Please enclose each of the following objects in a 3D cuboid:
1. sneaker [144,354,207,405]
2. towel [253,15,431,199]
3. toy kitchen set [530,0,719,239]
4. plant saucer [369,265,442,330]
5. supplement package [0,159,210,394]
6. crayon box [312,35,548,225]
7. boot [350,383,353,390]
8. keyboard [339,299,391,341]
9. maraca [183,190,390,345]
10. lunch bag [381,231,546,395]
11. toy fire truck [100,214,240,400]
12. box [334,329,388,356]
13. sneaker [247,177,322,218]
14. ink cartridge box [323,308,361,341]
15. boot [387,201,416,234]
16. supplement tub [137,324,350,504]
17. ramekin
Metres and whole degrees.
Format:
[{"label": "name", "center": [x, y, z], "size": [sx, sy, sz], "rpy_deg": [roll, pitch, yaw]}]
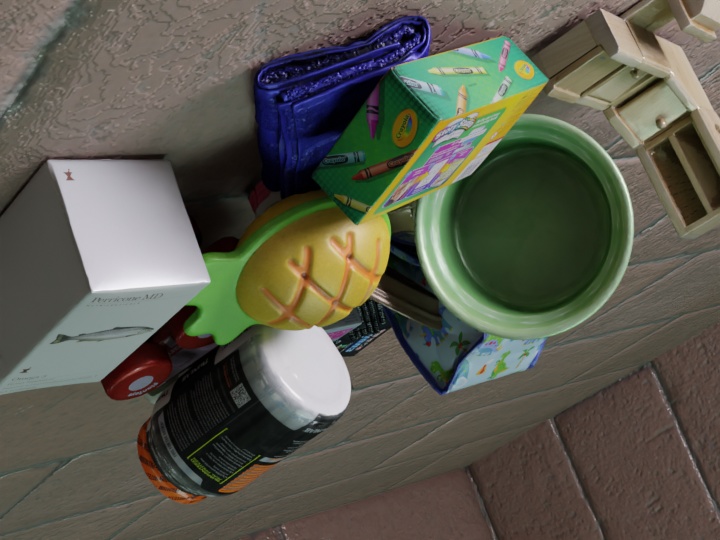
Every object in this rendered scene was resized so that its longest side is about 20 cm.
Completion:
[{"label": "sneaker", "center": [-0.130, 0.119, 1.316], "size": [0.198, 0.089, 0.077], "rpy_deg": [-19, -161, 29]}, {"label": "towel", "center": [-0.014, -0.125, 1.051], "size": [0.146, 0.050, 0.200], "rpy_deg": [-19, 164, -9]}, {"label": "toy kitchen set", "center": [0.295, -0.151, 1.153], "size": [0.162, 0.182, 0.199], "rpy_deg": [-33, 160, 30]}, {"label": "plant saucer", "center": [0.000, 0.000, 1.276], "size": [0.030, 0.199, 0.200], "rpy_deg": [-60, 157, 4]}, {"label": "supplement package", "center": [-0.234, 0.007, 1.049], "size": [0.116, 0.118, 0.200], "rpy_deg": [-4, 155, -43]}, {"label": "crayon box", "center": [0.061, -0.117, 1.036], "size": [0.119, 0.058, 0.199], "rpy_deg": [-50, 166, 34]}, {"label": "boot", "center": [-0.106, 0.127, 1.531], "size": [0.200, 0.156, 0.072], "rpy_deg": [-37, 174, 39]}, {"label": "keyboard", "center": [0.017, 0.053, 1.524], "size": [0.103, 0.040, 0.200], "rpy_deg": [-23, 163, -2]}, {"label": "maraca", "center": [-0.063, 0.000, 1.090], "size": [0.198, 0.107, 0.138], "rpy_deg": [-22, 139, -14]}, {"label": "lunch bag", "center": [0.110, 0.019, 1.422], "size": [0.169, 0.200, 0.128], "rpy_deg": [-7, 138, -46]}, {"label": "toy fire truck", "center": [-0.171, 0.042, 1.210], "size": [0.199, 0.113, 0.168], "rpy_deg": [-35, 158, 11]}, {"label": "box", "center": [-0.025, 0.057, 1.619], "size": [0.197, 0.050, 0.200], "rpy_deg": [-7, 156, -46]}, {"label": "sneaker", "center": [-0.004, -0.068, 1.202], "size": [0.198, 0.075, 0.081], "rpy_deg": [-20, 164, -15]}, {"label": "ink cartridge box", "center": [-0.105, 0.093, 1.404], "size": [0.199, 0.042, 0.119], "rpy_deg": [-31, 166, 34]}, {"label": "boot", "center": [0.095, -0.026, 1.295], "size": [0.198, 0.156, 0.072], "rpy_deg": [-19, 164, -9]}, {"label": "supplement tub", "center": [-0.114, 0.133, 1.205], "size": [0.199, 0.123, 0.122], "rpy_deg": [-37, 159, 28]}, {"label": "ramekin", "center": [0.155, -0.040, 1.182], "size": [0.198, 0.202, 0.098], "rpy_deg": [-26, 175, 14]}]
